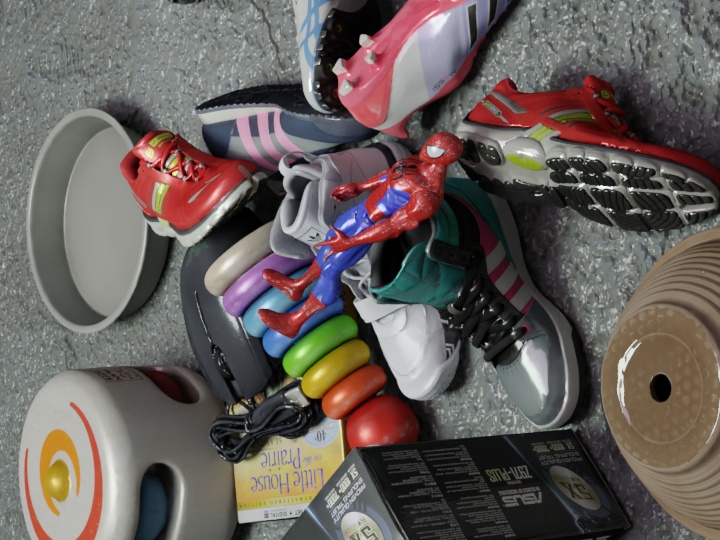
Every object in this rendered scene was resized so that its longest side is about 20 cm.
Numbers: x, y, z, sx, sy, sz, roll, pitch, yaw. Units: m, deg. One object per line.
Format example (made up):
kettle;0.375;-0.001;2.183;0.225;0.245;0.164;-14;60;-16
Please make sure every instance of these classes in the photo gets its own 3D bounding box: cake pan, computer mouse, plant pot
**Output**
cake pan;-0.233;-0.044;1.833;0.200;0.037;0.201;0;91;50
computer mouse;-0.101;0.043;1.617;0.138;0.053;0.201;-29;67;48
plant pot;0.213;0.071;1.256;0.201;0.093;0.202;1;92;51

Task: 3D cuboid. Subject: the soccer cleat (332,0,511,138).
soccer cleat;0.066;-0.175;1.465;0.200;0.076;0.067;-43;36;21

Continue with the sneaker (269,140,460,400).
sneaker;0.000;0.000;1.493;0.075;0.115;0.201;-28;69;47

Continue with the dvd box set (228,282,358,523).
dvd box set;-0.053;0.096;1.623;0.146;0.029;0.201;-13;80;49

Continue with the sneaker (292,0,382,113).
sneaker;-0.027;-0.208;1.546;0.072;0.072;0.201;-15;65;37

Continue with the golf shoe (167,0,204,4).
golf shoe;-0.143;-0.321;1.713;0.094;0.078;0.201;-162;78;-67

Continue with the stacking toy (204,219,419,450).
stacking toy;-0.029;0.062;1.531;0.200;0.085;0.085;55;132;7

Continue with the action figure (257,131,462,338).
action figure;0.001;-0.031;1.390;0.200;0.052;0.066;-39;25;33

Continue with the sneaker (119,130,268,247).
sneaker;-0.142;-0.071;1.612;0.085;0.077;0.200;55;158;-16

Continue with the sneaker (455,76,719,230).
sneaker;0.151;-0.087;1.338;0.200;0.077;0.085;18;65;36

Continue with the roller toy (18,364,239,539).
roller toy;-0.199;0.168;1.705;0.182;0.139;0.200;-43;57;45

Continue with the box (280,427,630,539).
box;0.050;0.192;1.366;0.164;0.200;0.086;-53;53;35

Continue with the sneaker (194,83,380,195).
sneaker;-0.046;-0.100;1.602;0.200;0.070;0.082;6;116;49

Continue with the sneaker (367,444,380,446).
sneaker;-0.010;0.207;1.512;0.075;0.082;0.200;33;131;0

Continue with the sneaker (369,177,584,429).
sneaker;0.070;0.020;1.404;0.084;0.121;0.200;-47;56;39
